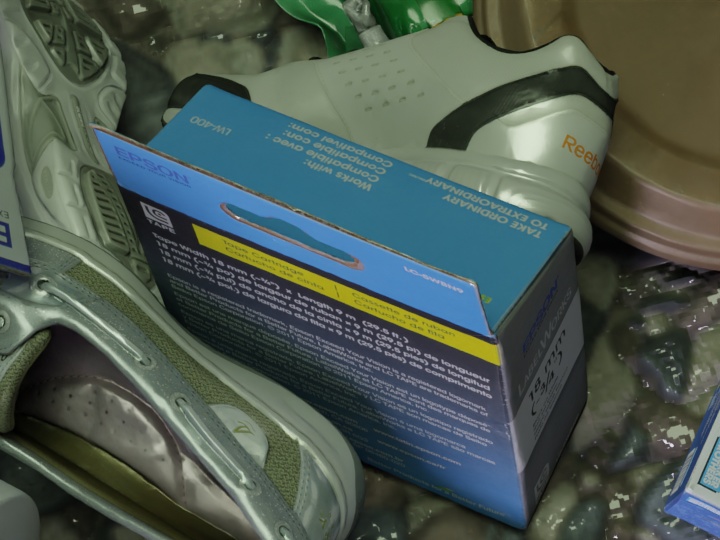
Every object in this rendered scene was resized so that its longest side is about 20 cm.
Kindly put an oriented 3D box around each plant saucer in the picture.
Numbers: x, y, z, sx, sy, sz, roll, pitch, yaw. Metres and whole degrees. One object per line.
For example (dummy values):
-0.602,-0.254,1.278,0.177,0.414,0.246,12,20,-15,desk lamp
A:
0.142,-0.098,1.089,0.199,0.029,0.201,2,72,-6,plant saucer

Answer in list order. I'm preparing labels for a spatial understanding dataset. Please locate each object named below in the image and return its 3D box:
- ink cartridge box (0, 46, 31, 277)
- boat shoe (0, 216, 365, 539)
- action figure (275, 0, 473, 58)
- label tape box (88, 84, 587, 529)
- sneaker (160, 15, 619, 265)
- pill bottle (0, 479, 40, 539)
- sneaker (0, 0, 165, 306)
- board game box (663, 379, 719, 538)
-0.209,-0.098,0.980,0.047,0.197,0.200,-32,54,36,ink cartridge box
-0.095,0.045,1.008,0.202,0.065,0.075,33,119,7,boat shoe
0.026,-0.103,1.125,0.118,0.055,0.200,-28,69,-8,action figure
0.000,0.000,0.998,0.144,0.200,0.063,22,68,17,label tape box
0.013,-0.053,1.069,0.200,0.074,0.080,11,73,37,sneaker
-0.220,0.078,1.047,0.200,0.112,0.112,24,72,18,pill bottle
-0.139,-0.041,1.110,0.099,0.078,0.200,-35,49,22,sneaker
0.208,0.024,1.026,0.135,0.034,0.200,25,72,0,board game box
